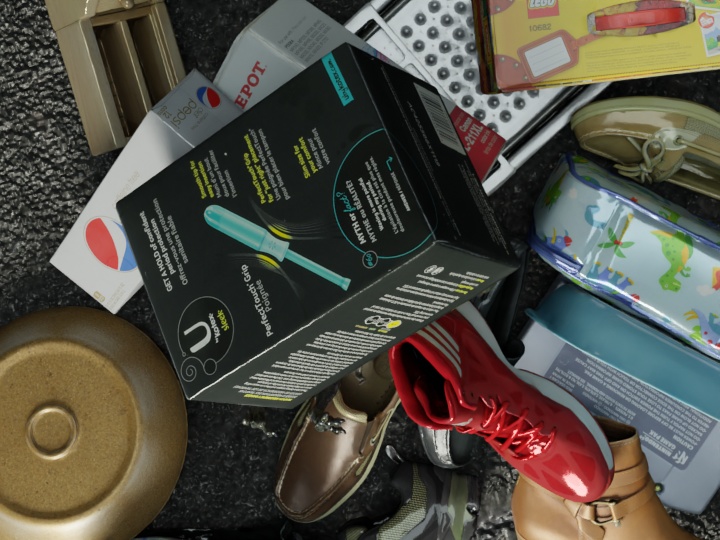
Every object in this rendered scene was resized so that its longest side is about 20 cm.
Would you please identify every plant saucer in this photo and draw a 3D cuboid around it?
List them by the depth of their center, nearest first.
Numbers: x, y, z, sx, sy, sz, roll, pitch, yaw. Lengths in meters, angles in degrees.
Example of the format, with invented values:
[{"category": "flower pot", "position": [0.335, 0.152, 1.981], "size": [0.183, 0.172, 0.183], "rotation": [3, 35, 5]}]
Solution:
[{"category": "plant saucer", "position": [-0.236, 0.126, 1.136], "size": [0.199, 0.035, 0.201], "rotation": [-1, 82, 6]}]

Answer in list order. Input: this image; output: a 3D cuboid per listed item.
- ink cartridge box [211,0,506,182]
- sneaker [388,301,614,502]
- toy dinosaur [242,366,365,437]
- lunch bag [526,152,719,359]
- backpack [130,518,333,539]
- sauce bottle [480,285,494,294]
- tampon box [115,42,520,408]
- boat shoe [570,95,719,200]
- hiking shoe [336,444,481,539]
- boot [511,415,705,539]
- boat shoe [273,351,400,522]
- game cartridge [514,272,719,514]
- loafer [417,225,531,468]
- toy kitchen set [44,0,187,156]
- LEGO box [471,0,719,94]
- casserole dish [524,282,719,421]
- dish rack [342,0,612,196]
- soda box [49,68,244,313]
[{"category": "ink cartridge box", "position": [-0.017, -0.088, 1.078], "size": [0.200, 0.083, 0.146], "rotation": [35, 130, -1]}, {"category": "sneaker", "position": [0.090, 0.109, 1.025], "size": [0.200, 0.116, 0.078], "rotation": [41, 119, 0]}, {"category": "toy dinosaur", "position": [-0.045, 0.082, 1.097], "size": [0.199, 0.088, 0.047], "rotation": [-20, 133, 31]}, {"category": "lunch bag", "position": [0.224, -0.011, 1.081], "size": [0.199, 0.161, 0.083], "rotation": [27, 105, -1]}, {"category": "backpack", "position": [-0.126, 0.277, 1.131], "size": [0.199, 0.127, 0.168], "rotation": [9, 99, 3]}, {"category": "sauce bottle", "position": [0.000, 0.000, 1.038], "size": [0.199, 0.065, 0.065], "rotation": [-9, 97, 30]}, {"category": "tampon box", "position": [-0.029, -0.022, 0.946], "size": [0.200, 0.126, 0.150], "rotation": [-32, 68, 23]}, {"category": "boat shoe", "position": [0.254, -0.081, 1.103], "size": [0.200, 0.073, 0.063], "rotation": [13, 73, -15]}, {"category": "hiking shoe", "position": [0.022, 0.243, 1.160], "size": [0.100, 0.076, 0.201], "rotation": [22, 87, 7]}, {"category": "boot", "position": [0.213, 0.184, 1.110], "size": [0.199, 0.074, 0.155], "rotation": [2, 118, 12]}, {"category": "boat shoe", "position": [-0.011, 0.106, 1.131], "size": [0.075, 0.075, 0.203], "rotation": [31, 93, 14]}, {"category": "game cartridge", "position": [0.212, 0.099, 1.154], "size": [0.200, 0.041, 0.133], "rotation": [34, 92, -3]}, {"category": "loafer", "position": [0.088, 0.062, 1.105], "size": [0.070, 0.068, 0.202], "rotation": [19, 112, 33]}, {"category": "toy kitchen set", "position": [-0.108, -0.205, 1.070], "size": [0.163, 0.200, 0.181], "rotation": [-21, 97, -39]}, {"category": "LEGO box", "position": [0.184, -0.173, 1.027], "size": [0.199, 0.149, 0.078], "rotation": [-6, 96, 0]}, {"category": "casserole dish", "position": [0.215, 0.062, 1.068], "size": [0.199, 0.121, 0.039], "rotation": [26, 96, -8]}, {"category": "dish rack", "position": [0.096, -0.171, 1.123], "size": [0.200, 0.044, 0.172], "rotation": [-42, 93, 5]}, {"category": "soda box", "position": [-0.154, -0.054, 1.073], "size": [0.068, 0.064, 0.200], "rotation": [40, 135, -4]}]
